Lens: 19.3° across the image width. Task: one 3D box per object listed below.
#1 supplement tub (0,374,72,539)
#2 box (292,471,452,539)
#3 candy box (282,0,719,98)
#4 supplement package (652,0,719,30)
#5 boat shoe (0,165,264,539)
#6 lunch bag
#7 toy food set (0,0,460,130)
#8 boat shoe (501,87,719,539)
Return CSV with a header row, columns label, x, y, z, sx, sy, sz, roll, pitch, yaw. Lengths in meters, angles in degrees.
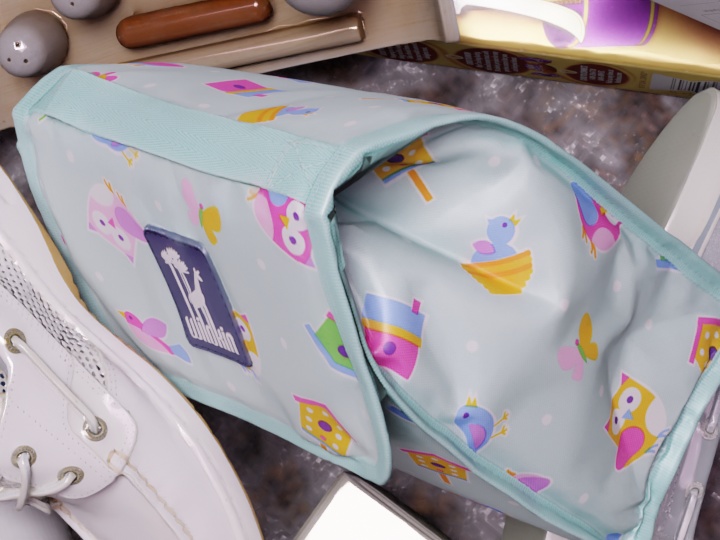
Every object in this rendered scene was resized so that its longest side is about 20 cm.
label,x,y,z,sx,sy,sz,roll,pitch,yaw
supplement tub,-0.195,0.031,0.760,0.131,0.132,0.201,-24,81,2
box,-0.035,0.171,0.753,0.068,0.082,0.201,35,88,7
candy box,0.077,-0.132,0.794,0.198,0.056,0.118,7,85,7
supplement package,0.197,-0.129,0.705,0.199,0.119,0.122,17,81,-30
boat shoe,-0.110,0.048,0.689,0.200,0.071,0.069,51,47,-1
lunch bag,0.000,0.000,0.684,0.170,0.199,0.123,20,83,48
toy food set,-0.073,-0.131,0.740,0.198,0.060,0.145,-10,103,11
boat shoe,0.113,0.036,0.771,0.071,0.070,0.202,22,83,-13
